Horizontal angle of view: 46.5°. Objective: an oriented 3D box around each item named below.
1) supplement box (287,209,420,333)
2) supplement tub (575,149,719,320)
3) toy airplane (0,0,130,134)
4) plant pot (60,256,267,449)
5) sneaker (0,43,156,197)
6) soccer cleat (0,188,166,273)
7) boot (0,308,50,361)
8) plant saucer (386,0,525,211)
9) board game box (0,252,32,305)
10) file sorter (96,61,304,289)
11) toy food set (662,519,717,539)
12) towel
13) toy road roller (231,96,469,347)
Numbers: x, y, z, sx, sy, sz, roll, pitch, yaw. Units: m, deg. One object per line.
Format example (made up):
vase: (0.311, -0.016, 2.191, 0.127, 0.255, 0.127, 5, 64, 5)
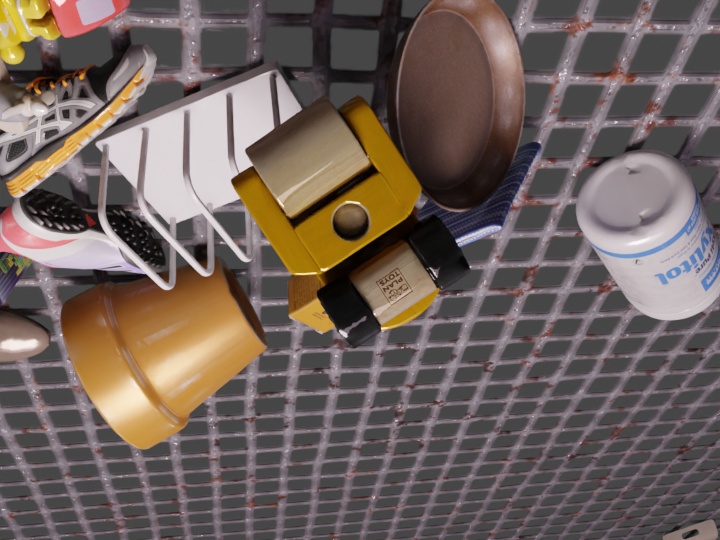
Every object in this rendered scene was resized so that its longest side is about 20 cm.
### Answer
supplement box: (0.000, 0.000, 1.025, 0.200, 0.069, 0.067, -34, 136, 27)
supplement tub: (0.348, -0.039, 0.994, 0.132, 0.132, 0.200, -26, 140, 21)
toy airplane: (-0.305, -0.199, 0.635, 0.199, 0.141, 0.200, -34, 137, 32)
plant pot: (-0.219, 0.080, 0.995, 0.183, 0.200, 0.200, -28, 142, 0)
sneaker: (-0.272, -0.149, 0.770, 0.200, 0.078, 0.077, -34, 106, 14)
soccer cleat: (-0.297, -0.029, 0.899, 0.073, 0.068, 0.200, -34, 152, 22)
boot: (-0.481, 0.085, 0.972, 0.200, 0.070, 0.146, 2, -175, -5)
plant saucer: (0.086, -0.155, 0.769, 0.034, 0.200, 0.200, 9, 159, 40)
board game box: (-0.457, 0.021, 0.868, 0.200, 0.165, 0.057, -15, 119, 9)
file sorter: (-0.139, -0.083, 0.826, 0.200, 0.125, 0.139, -19, 141, 13)
toy food set: (0.800, 0.695, 2.120, 0.143, 0.060, 0.200, -15, 145, -12)
towel: (0.109, -0.062, 0.864, 0.145, 0.200, 0.024, -25, 108, 34)
toy road roller: (-0.010, -0.041, 0.722, 0.123, 0.146, 0.200, -34, 100, 0)
